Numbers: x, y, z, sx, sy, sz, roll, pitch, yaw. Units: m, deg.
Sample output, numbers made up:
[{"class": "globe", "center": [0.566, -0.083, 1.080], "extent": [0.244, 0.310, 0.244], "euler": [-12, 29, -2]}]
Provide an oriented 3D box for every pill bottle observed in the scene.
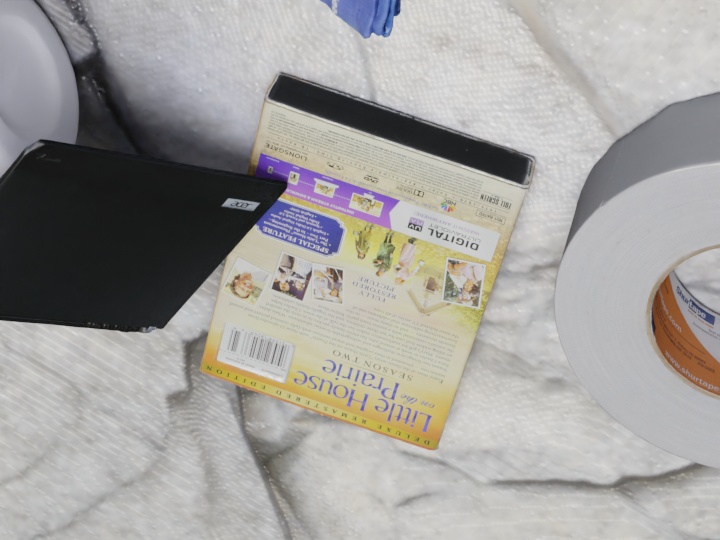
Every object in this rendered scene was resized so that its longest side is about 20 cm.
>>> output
[{"class": "pill bottle", "center": [-0.258, -0.077, 1.170], "extent": [0.200, 0.112, 0.112], "euler": [-15, 122, 27]}]

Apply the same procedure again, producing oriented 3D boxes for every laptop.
[{"class": "laptop", "center": [-0.176, -0.026, 1.154], "extent": [0.200, 0.177, 0.104], "euler": [17, 96, 41]}]

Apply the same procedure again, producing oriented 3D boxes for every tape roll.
[{"class": "tape roll", "center": [0.202, 0.009, 1.123], "extent": [0.200, 0.066, 0.201], "euler": [9, 129, 11]}]

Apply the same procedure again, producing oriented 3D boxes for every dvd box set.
[{"class": "dvd box set", "center": [0.000, 0.000, 1.201], "extent": [0.146, 0.029, 0.200], "euler": [18, 130, 3]}]

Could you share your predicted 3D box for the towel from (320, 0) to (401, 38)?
[{"class": "towel", "center": [-0.059, -0.199, 1.002], "extent": [0.200, 0.024, 0.145], "euler": [33, 148, 19]}]
